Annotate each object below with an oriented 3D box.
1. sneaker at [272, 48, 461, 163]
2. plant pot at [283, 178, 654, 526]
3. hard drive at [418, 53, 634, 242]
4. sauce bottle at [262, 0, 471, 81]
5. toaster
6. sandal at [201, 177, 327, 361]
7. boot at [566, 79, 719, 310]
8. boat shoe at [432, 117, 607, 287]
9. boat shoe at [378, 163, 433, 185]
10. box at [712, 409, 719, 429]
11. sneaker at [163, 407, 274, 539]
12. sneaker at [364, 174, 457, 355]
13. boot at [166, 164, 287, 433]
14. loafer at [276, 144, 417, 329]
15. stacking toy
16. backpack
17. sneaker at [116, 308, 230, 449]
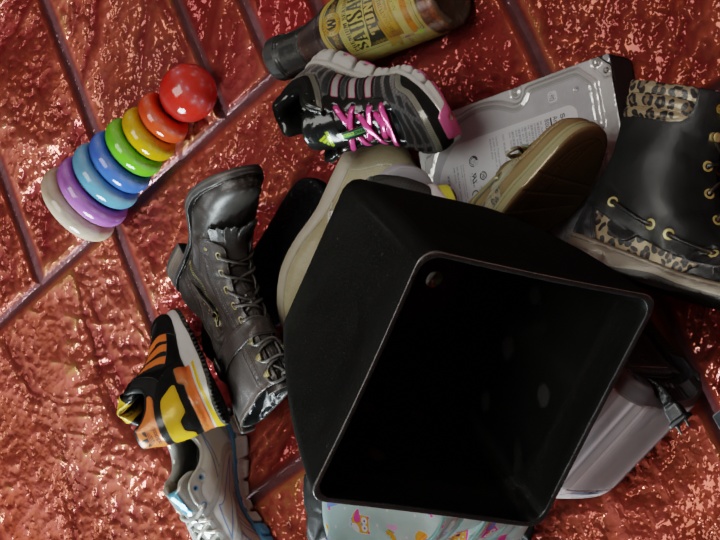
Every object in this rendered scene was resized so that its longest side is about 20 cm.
[{"bbox_3d":[-0.001,-0.123,1.675,0.200,0.087,0.074,23,146,48],"label":"sneaker"},{"bbox_3d":[0.053,0.045,1.473,0.200,0.199,0.177,-66,33,21],"label":"plant pot"},{"bbox_3d":[0.137,-0.078,1.644,0.200,0.038,0.140,-17,76,38],"label":"hard drive"},{"bbox_3d":[0.001,-0.207,1.754,0.200,0.066,0.066,-19,74,38],"label":"sauce bottle"},{"bbox_3d":[0.165,0.084,1.559,0.129,0.113,0.200,-54,54,28],"label":"toaster"},{"bbox_3d":[-0.073,0.008,1.812,0.075,0.045,0.200,49,115,33],"label":"sandal"},{"bbox_3d":[0.260,-0.051,1.508,0.199,0.073,0.151,15,86,27],"label":"boot"},{"bbox_3d":[0.113,-0.053,1.590,0.200,0.073,0.063,-50,51,30],"label":"boat shoe"},{"bbox_3d":[0.000,0.000,1.676,0.068,0.072,0.201,-127,54,-64],"label":"boat shoe"},{"bbox_3d":[0.363,0.111,1.428,0.200,0.046,0.159,-45,60,29],"label":"box"},{"bbox_3d":[-0.135,0.218,1.821,0.075,0.087,0.201,-30,69,33],"label":"sneaker"},{"bbox_3d":[0.004,0.014,1.613,0.074,0.084,0.201,-134,65,-75],"label":"sneaker"},{"bbox_3d":[-0.094,0.025,1.737,0.174,0.069,0.200,63,151,26],"label":"boot"},{"bbox_3d":[-0.008,-0.022,1.738,0.068,0.076,0.201,34,107,43],"label":"loafer"},{"bbox_3d":[-0.207,-0.118,1.924,0.200,0.085,0.086,-41,61,22],"label":"stacking toy"},{"bbox_3d":[0.047,0.170,1.637,0.200,0.126,0.168,-4,85,45],"label":"backpack"},{"bbox_3d":[-0.179,0.097,1.815,0.200,0.090,0.070,-130,16,-66],"label":"sneaker"}]
